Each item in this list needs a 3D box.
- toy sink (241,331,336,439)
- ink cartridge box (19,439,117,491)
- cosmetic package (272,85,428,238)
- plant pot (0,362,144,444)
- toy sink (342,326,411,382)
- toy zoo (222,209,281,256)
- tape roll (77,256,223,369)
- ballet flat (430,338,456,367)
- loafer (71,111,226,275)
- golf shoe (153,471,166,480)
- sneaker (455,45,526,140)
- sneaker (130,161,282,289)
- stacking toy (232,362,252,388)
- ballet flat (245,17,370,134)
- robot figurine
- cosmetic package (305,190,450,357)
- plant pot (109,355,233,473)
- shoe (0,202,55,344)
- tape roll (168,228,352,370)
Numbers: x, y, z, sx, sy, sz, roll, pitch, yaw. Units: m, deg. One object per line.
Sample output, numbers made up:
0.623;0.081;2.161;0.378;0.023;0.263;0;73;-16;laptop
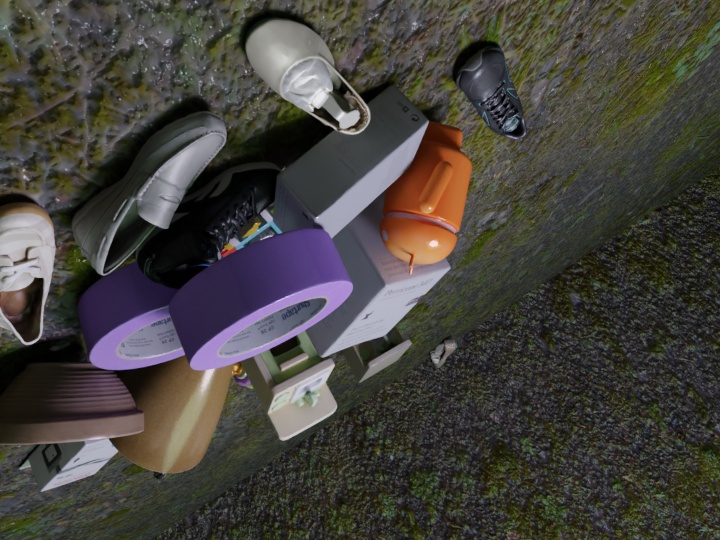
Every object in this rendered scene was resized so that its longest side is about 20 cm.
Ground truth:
-0.129;0.178;1.194;0.128;0.203;0.113;-22;161;-25;toy sink
-0.493;0.314;1.148;0.199;0.068;0.115;-42;161;24;ink cartridge box
-0.013;-0.119;0.784;0.199;0.074;0.102;-42;168;-26;cosmetic package
-0.384;0.168;0.861;0.194;0.096;0.201;0;172;0;plant pot
0.035;0.191;1.691;0.128;0.114;0.201;-27;166;-16;toy sink
-0.171;-0.037;0.883;0.129;0.021;0.200;-34;162;0;toy zoo
-0.251;0.053;0.837;0.195;0.067;0.201;-23;163;-7;tape roll
0.323;0.335;2.670;0.065;0.070;0.202;-2;144;-23;ballet flat
-0.203;-0.074;0.649;0.199;0.071;0.070;-39;161;17;loafer
-0.418;0.402;1.534;0.198;0.078;0.088;-37;-178;17;golf shoe
0.191;-0.240;0.903;0.075;0.081;0.199;-38;161;17;sneaker
-0.154;-0.041;0.731;0.196;0.112;0.074;-26;145;-20;sneaker
-0.213;0.194;1.308;0.110;0.118;0.197;-43;149;23;stacking toy
-0.042;-0.184;0.658;0.069;0.071;0.199;-37;162;16;ballet flat
0.089;-0.099;0.907;0.114;0.207;0.142;17;172;-38;robot figurine
0.000;0.000;1.040;0.162;0.167;0.200;-14;154;-45;cosmetic package
-0.276;0.171;1.018;0.202;0.187;0.185;-54;155;20;plant pot
-0.336;0.008;0.655;0.069;0.054;0.201;-20;157;-36;shoe
-0.107;0.034;0.723;0.196;0.067;0.201;-27;168;-6;tape roll
